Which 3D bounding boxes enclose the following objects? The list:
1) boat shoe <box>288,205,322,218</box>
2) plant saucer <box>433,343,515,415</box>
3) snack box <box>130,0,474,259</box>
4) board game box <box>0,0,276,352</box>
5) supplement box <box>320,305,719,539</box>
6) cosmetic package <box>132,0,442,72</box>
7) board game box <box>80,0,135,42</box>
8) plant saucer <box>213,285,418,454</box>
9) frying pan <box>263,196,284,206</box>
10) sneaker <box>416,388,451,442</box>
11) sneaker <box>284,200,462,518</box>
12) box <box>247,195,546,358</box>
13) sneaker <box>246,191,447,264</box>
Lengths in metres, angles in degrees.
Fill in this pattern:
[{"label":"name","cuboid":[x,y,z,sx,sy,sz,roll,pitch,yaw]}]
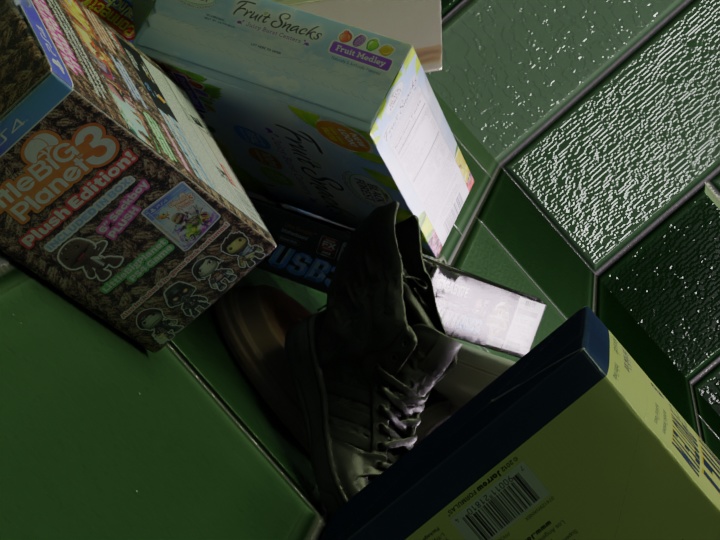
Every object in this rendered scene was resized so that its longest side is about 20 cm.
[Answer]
[{"label":"boat shoe","cuboid":[-0.027,-0.105,1.659,0.072,0.071,0.200,29,25,-9]},{"label":"plant saucer","cuboid":[0.116,0.091,1.560,0.200,0.050,0.200,20,-1,0]},{"label":"snack box","cuboid":[-0.032,-0.095,1.443,0.168,0.068,0.200,20,-14,20]},{"label":"board game box","cuboid":[-0.164,-0.074,1.271,0.200,0.097,0.160,39,14,-45]},{"label":"supplement box","cuboid":[0.112,0.165,1.267,0.200,0.200,0.134,50,11,-3]},{"label":"cosmetic package","cuboid":[-0.051,-0.170,1.642,0.105,0.200,0.071,-141,-136,-58]},{"label":"board game box","cuboid":[-0.248,-0.257,1.655,0.200,0.056,0.196,47,8,30]},{"label":"plant saucer","cuboid":[-0.020,0.082,1.515,0.200,0.029,0.200,48,9,-10]},{"label":"frying pan","cuboid":[-0.113,-0.093,1.678,0.190,0.031,0.115,41,11,15]},{"label":"sneaker","cuboid":[0.059,0.089,1.692,0.106,0.075,0.200,53,12,24]},{"label":"sneaker","cuboid":[0.016,0.067,1.387,0.060,0.104,0.200,27,38,-53]},{"label":"box","cuboid":[0.000,0.000,1.567,0.200,0.050,0.198,19,-1,27]},{"label":"sneaker","cuboid":[-0.009,-0.016,1.740,0.200,0.087,0.074,48,45,8]}]
